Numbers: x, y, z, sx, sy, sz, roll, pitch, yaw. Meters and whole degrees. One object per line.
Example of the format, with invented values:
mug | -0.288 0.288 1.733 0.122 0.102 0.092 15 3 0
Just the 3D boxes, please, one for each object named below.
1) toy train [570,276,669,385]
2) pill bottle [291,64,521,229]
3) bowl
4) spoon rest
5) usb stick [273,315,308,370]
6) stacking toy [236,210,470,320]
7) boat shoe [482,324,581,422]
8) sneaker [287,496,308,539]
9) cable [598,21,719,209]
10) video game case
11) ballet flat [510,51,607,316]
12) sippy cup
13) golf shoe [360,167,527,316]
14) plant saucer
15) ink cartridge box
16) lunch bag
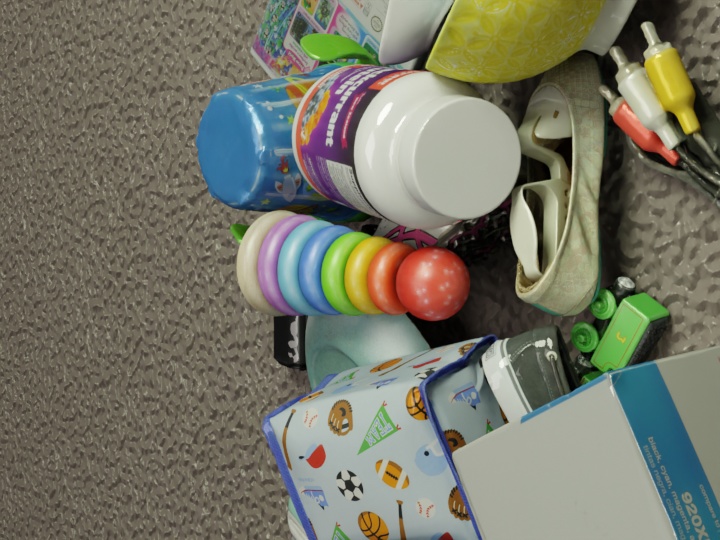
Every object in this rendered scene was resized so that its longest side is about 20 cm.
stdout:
toy train | 0.161 0.094 1.074 0.056 0.042 0.200 40 124 29
pill bottle | 0.033 -0.090 1.082 0.200 0.111 0.112 -157 68 -65
bowl | 0.134 -0.204 1.003 0.108 0.200 0.200 25 122 0
spoon rest | 0.052 -0.228 1.086 0.061 0.099 0.200 31 144 3
usb stick | -0.059 -0.010 1.347 0.055 0.033 0.200 10 102 58
stacking toy | 0.000 0.000 1.130 0.200 0.085 0.086 5 98 43
boat shoe | 0.156 0.128 1.026 0.057 0.069 0.200 -28 101 22
sneaker | 0.005 0.279 1.271 0.200 0.078 0.140 26 117 56
cable | 0.220 -0.061 0.969 0.200 0.050 0.097 63 153 22
video game case | -0.013 -0.206 1.275 0.200 0.024 0.182 52 131 34
ballet flat | 0.135 -0.069 1.036 0.067 0.062 0.200 -23 62 56
sippy cup | -0.058 -0.102 1.221 0.140 0.130 0.178 7 101 51
golf shoe | 0.057 -0.038 1.162 0.200 0.073 0.092 -39 65 46
plant saucer | 0.005 0.102 1.218 0.201 0.039 0.201 38 142 37
ink cartridge box | 0.192 0.136 0.905 0.147 0.200 0.145 -37 69 47
lunch bag | 0.044 0.170 1.091 0.170 0.124 0.200 -15 99 41
